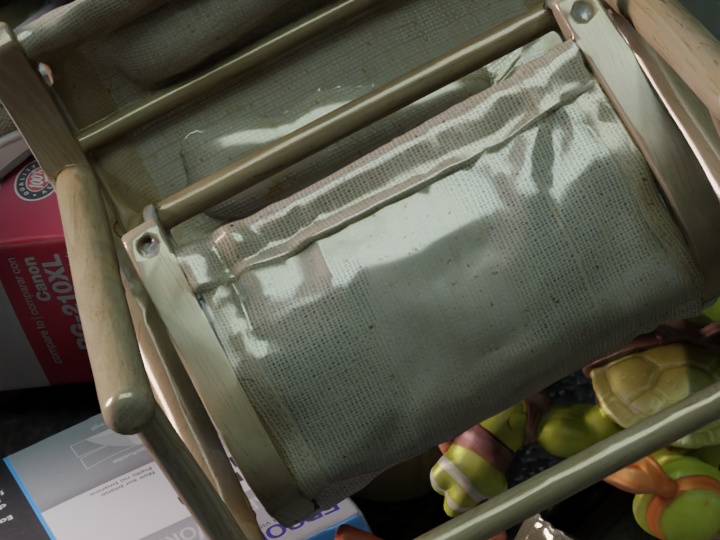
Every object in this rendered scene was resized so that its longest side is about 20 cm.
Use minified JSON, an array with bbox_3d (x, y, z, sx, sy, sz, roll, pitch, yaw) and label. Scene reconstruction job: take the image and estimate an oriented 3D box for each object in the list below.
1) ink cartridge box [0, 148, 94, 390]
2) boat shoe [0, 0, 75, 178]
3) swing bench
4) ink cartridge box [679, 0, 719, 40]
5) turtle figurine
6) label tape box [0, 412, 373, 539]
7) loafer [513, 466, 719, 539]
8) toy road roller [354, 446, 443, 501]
[{"bbox_3d":[-0.175,-0.026,1.033,0.200,0.084,0.145,-6,45,13],"label":"ink cartridge box"},{"bbox_3d":[-0.125,-0.091,0.973,0.202,0.065,0.074,-33,47,-17],"label":"boat shoe"},{"bbox_3d":[0.011,-0.024,0.784,0.199,0.130,0.200,-27,42,1],"label":"swing bench"},{"bbox_3d":[0.091,-0.183,1.063,0.147,0.200,0.146,-15,45,-4],"label":"ink cartridge box"},{"bbox_3d":[0.088,0.033,0.831,0.200,0.064,0.161,-4,43,-2],"label":"turtle figurine"},{"bbox_3d":[-0.066,0.117,0.861,0.143,0.066,0.200,-24,26,-13],"label":"label tape box"},{"bbox_3d":[0.069,0.117,0.872,0.076,0.068,0.200,24,56,29],"label":"loafer"},{"bbox_3d":[0.015,-0.033,0.935,0.146,0.123,0.200,-25,64,-2],"label":"toy road roller"}]
